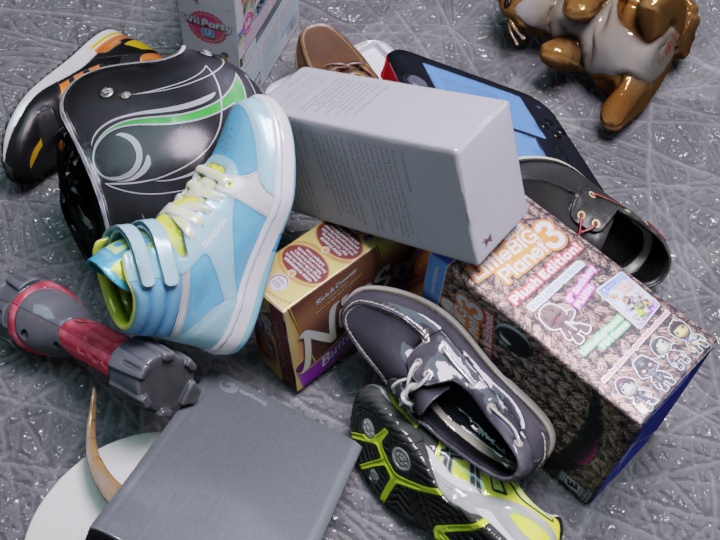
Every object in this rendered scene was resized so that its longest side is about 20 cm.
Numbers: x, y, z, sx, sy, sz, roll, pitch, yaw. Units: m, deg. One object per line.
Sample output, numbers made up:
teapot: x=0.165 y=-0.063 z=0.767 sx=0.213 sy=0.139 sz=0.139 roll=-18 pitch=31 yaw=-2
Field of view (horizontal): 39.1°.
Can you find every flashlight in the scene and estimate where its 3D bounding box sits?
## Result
flashlight: x=-0.215 y=0.055 z=0.798 sx=0.200 sy=0.068 sz=0.068 roll=19 pitch=36 yaw=41

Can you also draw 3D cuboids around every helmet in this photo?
helmet: x=-0.154 y=-0.090 z=0.872 sx=0.190 sy=0.200 sz=0.200 roll=-19 pitch=60 yaw=-25

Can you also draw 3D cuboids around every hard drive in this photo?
hard drive: x=-0.089 y=0.161 z=0.732 sx=0.139 sy=0.033 sz=0.200 roll=27 pitch=29 yaw=2

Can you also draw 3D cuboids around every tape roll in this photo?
tape roll: x=-0.151 y=0.219 z=0.759 sx=0.202 sy=0.037 sz=0.203 roll=2 pitch=56 yaw=-3

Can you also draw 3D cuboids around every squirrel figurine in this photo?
squirrel figurine: x=0.246 y=-0.269 z=1.063 sx=0.187 sy=0.142 sz=0.200 roll=31 pitch=46 yaw=28

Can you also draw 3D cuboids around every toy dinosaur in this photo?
toy dinosaur: x=-0.160 y=0.183 z=0.737 sx=0.200 sy=0.060 sz=0.106 roll=33 pitch=32 yaw=13

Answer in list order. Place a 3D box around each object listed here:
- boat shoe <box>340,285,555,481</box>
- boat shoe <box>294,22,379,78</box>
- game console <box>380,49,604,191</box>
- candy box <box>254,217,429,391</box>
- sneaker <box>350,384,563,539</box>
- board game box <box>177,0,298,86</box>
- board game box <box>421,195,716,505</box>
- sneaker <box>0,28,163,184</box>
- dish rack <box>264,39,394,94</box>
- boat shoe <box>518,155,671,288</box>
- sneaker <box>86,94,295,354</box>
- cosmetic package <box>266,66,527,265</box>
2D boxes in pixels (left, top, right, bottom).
boat shoe: x=0.059 y=0.084 z=0.773 sx=0.200 sy=0.073 sz=0.063 roll=40 pitch=28 yaw=13
boat shoe: x=-0.007 y=-0.167 z=0.949 sx=0.072 sy=0.068 sz=0.200 roll=-17 pitch=59 yaw=-13
game console: x=0.122 y=-0.131 z=0.937 sx=0.200 sy=0.031 sz=0.177 roll=13 pitch=32 yaw=-27
candy box: x=0.000 y=0.000 z=0.860 sx=0.200 sy=0.117 sz=0.056 roll=-37 pitch=59 yaw=-24
sneaker: x=0.071 y=0.165 z=0.798 sx=0.076 sy=0.075 sz=0.200 roll=-25 pitch=62 yaw=-42
board game box: x=-0.116 y=-0.274 z=0.983 sx=0.064 sy=0.200 sz=0.148 roll=18 pitch=57 yaw=8
board game box: x=0.150 y=0.060 z=0.807 sx=0.200 sy=0.160 sz=0.097 roll=40 pitch=63 yaw=21
sneaker: x=-0.257 y=-0.153 z=0.973 sx=0.090 sy=0.070 sz=0.200 roll=22 pitch=56 yaw=14
dish rack: x=0.008 y=-0.146 z=1.003 sx=0.171 sy=0.044 sz=0.200 roll=-29 pitch=62 yaw=-19
boat shoe: x=0.190 y=-0.040 z=0.874 sx=0.201 sy=0.074 sz=0.063 roll=23 pitch=17 yaw=-31
sneaker: x=-0.125 y=-0.038 z=0.735 sx=0.130 sy=0.200 sz=0.079 roll=8 pitch=6 yaw=-39
cosmetic package: x=0.019 y=-0.085 z=0.773 sx=0.200 sy=0.102 sz=0.071 roll=19 pitch=50 yaw=37
